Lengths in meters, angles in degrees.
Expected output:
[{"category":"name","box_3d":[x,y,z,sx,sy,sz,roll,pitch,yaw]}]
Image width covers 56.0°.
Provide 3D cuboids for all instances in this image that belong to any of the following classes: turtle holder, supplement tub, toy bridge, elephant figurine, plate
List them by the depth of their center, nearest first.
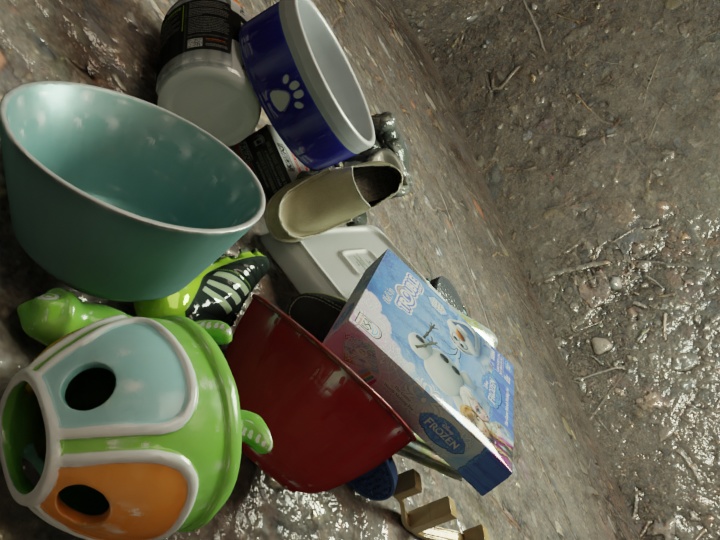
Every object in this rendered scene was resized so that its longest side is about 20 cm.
[{"category":"turtle holder","box_3d":[-0.158,0.083,0.445,0.132,0.141,0.186,6,64,-48]},{"category":"supplement tub","box_3d":[-0.185,-0.255,0.828,0.123,0.122,0.200,42,29,-44]},{"category":"toy bridge","box_3d":[0.089,0.311,0.858,0.200,0.067,0.027,46,26,-35]},{"category":"plate","box_3d":[0.000,0.000,0.873,0.200,0.032,0.200,-7,43,-40]},{"category":"elephant figurine","box_3d":[-0.003,-0.126,0.971,0.142,0.155,0.200,93,6,-48]}]

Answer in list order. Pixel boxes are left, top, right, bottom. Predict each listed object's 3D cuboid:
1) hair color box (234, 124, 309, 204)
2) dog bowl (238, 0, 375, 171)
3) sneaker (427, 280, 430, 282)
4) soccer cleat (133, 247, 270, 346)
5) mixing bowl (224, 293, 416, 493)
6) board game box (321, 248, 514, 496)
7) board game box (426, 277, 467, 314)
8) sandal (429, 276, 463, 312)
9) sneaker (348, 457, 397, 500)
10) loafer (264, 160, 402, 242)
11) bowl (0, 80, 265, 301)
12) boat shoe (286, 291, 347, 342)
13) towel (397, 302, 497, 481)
[{"category":"hair color box","box_3d":[-0.095,-0.146,0.998,0.102,0.061,0.200,66,20,6]},{"category":"dog bowl","box_3d":[-0.061,-0.226,0.825,0.200,0.079,0.200,57,18,-30]},{"category":"sneaker","box_3d":[0.075,0.066,1.159,0.091,0.078,0.200,37,25,-20]},{"category":"soccer cleat","box_3d":[-0.146,0.029,0.664,0.200,0.067,0.081,-32,107,-66]},{"category":"mixing bowl","box_3d":[-0.059,0.127,0.616,0.200,0.108,0.200,40,-11,10]},{"category":"board game box","box_3d":[0.069,0.087,0.672,0.199,0.043,0.200,42,23,-5]},{"category":"board game box","box_3d":[0.191,0.108,1.423,0.200,0.028,0.136,34,34,-52]},{"category":"sandal","box_3d":[0.102,0.084,0.923,0.076,0.043,0.200,49,36,-30]},{"category":"sneaker","box_3d":[-0.012,0.168,0.791,0.200,0.070,0.078,59,27,-6]},{"category":"loafer","box_3d":[-0.028,-0.096,0.845,0.200,0.068,0.076,-29,98,-28]},{"category":"bowl","box_3d":[-0.187,-0.052,0.532,0.200,0.105,0.201,25,27,-14]},{"category":"boat shoe","box_3d":[-0.005,0.081,0.716,0.201,0.072,0.066,36,0,25]},{"category":"towel","box_3d":[0.088,0.132,0.806,0.171,0.048,0.200,33,58,-34]}]
